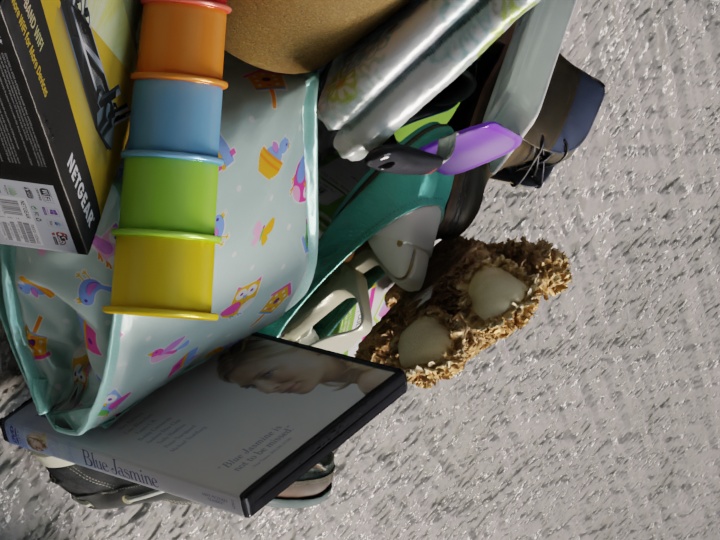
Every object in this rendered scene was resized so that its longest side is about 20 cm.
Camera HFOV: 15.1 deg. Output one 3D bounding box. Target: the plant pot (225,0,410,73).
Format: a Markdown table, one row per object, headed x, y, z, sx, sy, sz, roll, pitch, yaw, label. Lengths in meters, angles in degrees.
| x | y | z | sx | sy | sz | roll | pitch | yaw | label |
| --- | --- | --- | --- | --- | --- | --- | --- | --- | --- |
| -0.013 | -0.206 | 1.429 | 0.186 | 0.186 | 0.200 | -23 | 154 | -45 | plant pot |

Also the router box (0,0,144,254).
| x | y | z | sx | sy | sz | roll | pitch | yaw | label |
| --- | --- | --- | --- | --- | --- | --- | --- | --- | --- |
| -0.153 | -0.128 | 1.325 | 0.200 | 0.052 | 0.158 | 78 | 23 | -56 | router box |

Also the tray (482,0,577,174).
| x | y | z | sx | sy | sz | roll | pitch | yaw | label |
| --- | --- | --- | --- | --- | --- | --- | --- | --- | --- |
| 0.114 | -0.164 | 1.642 | 0.107 | 0.022 | 0.201 | 121 | -11 | -70 | tray |

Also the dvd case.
| x | y | z | sx | sy | sz | roll | pitch | yaw | label |
| --- | --- | --- | --- | --- | --- | --- | --- | --- | --- |
| -0.091 | 0.078 | 1.558 | 0.143 | 0.200 | 0.018 | -37 | 126 | -38 | dvd case |

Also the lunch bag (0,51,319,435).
| x | y | z | sx | sy | sz | roll | pitch | yaw | label |
| --- | --- | --- | --- | --- | --- | --- | --- | --- | --- |
| -0.113 | -0.018 | 1.519 | 0.170 | 0.122 | 0.200 | -32 | 140 | -38 | lunch bag |

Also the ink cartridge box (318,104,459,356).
| x | y | z | sx | sy | sz | roll | pitch | yaw | label |
| --- | --- | --- | --- | --- | --- | --- | --- | --- | --- |
| 0.029 | -0.022 | 1.788 | 0.200 | 0.076 | 0.148 | -30 | 145 | -36 | ink cartridge box |

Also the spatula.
| x | y | z | sx | sy | sz | roll | pitch | yaw | label |
| --- | --- | --- | --- | --- | --- | --- | --- | --- | --- |
| 0.042 | -0.065 | 1.513 | 0.056 | 0.021 | 0.200 | -21 | 178 | 19 | spatula |

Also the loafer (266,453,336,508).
| x | y | z | sx | sy | sz | roll | pitch | yaw | label |
| --- | --- | --- | --- | --- | --- | --- | --- | --- | --- |
| -0.072 | 0.118 | 1.800 | 0.200 | 0.072 | 0.063 | 4 | 112 | -57 | loafer |

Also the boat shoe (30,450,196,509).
| x | y | z | sx | sy | sz | roll | pitch | yaw | label |
| --- | --- | --- | --- | --- | --- | --- | --- | --- | --- |
| -0.097 | 0.103 | 1.613 | 0.072 | 0.199 | 0.068 | -69 | 142 | -49 | boat shoe |

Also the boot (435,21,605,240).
| x | y | z | sx | sy | sz | roll | pitch | yaw | label |
| --- | --- | --- | --- | --- | --- | --- | --- | --- | --- |
| 0.100 | -0.081 | 1.716 | 0.075 | 0.097 | 0.200 | -46 | -160 | 48 | boot |

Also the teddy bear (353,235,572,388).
| x | y | z | sx | sy | sz | roll | pitch | yaw | label |
| --- | --- | --- | --- | --- | --- | --- | --- | --- | --- |
| 0.064 | 0.029 | 1.637 | 0.145 | 0.067 | 0.200 | -44 | -173 | -12 | teddy bear |

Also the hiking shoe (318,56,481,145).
| x | y | z | sx | sy | sz | roll | pitch | yaw | label |
| --- | --- | --- | --- | --- | --- | --- | --- | --- | --- |
| 0.048 | -0.136 | 1.675 | 0.200 | 0.087 | 0.075 | -39 | 150 | -27 | hiking shoe |

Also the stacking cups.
| x | y | z | sx | sy | sz | roll | pitch | yaw | label |
| --- | --- | --- | --- | --- | --- | --- | --- | --- | --- |
| -0.094 | -0.076 | 1.370 | 0.060 | 0.060 | 0.201 | 4 | 90 | -59 | stacking cups |

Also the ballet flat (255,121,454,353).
| x | y | z | sx | sy | sz | roll | pitch | yaw | label |
| --- | --- | --- | --- | --- | --- | --- | --- | --- | --- |
| 0.000 | 0.000 | 1.632 | 0.200 | 0.070 | 0.067 | -43 | 154 | 12 | ballet flat |

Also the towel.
| x | y | z | sx | sy | sz | roll | pitch | yaw | label |
| --- | --- | --- | --- | --- | --- | --- | --- | --- | --- |
| 0.058 | -0.154 | 1.487 | 0.200 | 0.048 | 0.171 | -43 | -166 | 17 | towel |
